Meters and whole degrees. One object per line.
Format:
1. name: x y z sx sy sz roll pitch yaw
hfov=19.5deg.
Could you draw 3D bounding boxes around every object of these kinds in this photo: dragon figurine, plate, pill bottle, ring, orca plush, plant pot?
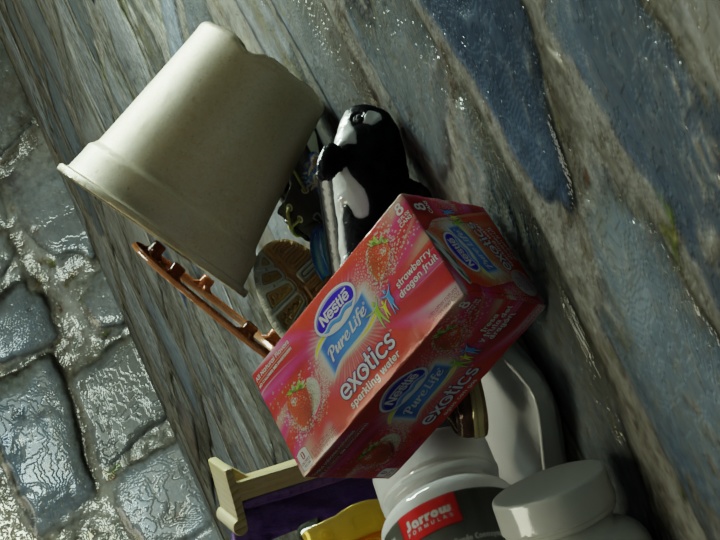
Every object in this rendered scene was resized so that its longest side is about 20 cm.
1. dragon figurine: -0.007 -0.012 1.833 0.100 0.058 0.201 -125 23 -52
2. plate: 0.113 0.113 1.611 0.200 0.032 0.201 -128 21 -52
3. pill bottle: 0.161 0.238 1.436 0.112 0.112 0.201 -173 62 -75
4. ring: -0.122 0.033 1.884 0.200 0.019 0.200 39 180 0
5. orca plush: 0.017 -0.050 1.606 0.105 0.071 0.201 55 -148 -33
6. pill bottle: 0.081 0.225 1.570 0.114 0.113 0.201 87 166 -55
7. plant pot: -0.134 -0.108 1.838 0.200 0.184 0.200 33 177 2

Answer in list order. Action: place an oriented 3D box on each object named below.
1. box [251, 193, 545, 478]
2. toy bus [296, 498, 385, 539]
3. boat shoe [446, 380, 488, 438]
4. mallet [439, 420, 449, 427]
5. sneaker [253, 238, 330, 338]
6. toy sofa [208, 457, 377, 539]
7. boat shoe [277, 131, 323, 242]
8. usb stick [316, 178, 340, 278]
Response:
1. box: 0.024 0.051 1.505 0.200 0.095 0.100 -50 54 28
2. toy bus: 0.038 0.301 1.863 0.200 0.135 0.193 57 -164 -70
3. boat shoe: 0.035 0.061 1.615 0.072 0.072 0.201 84 162 -48
4. mallet: 0.054 0.053 1.753 0.066 0.041 0.201 -137 32 -64
5. sneaker: -0.028 0.057 1.905 0.200 0.076 0.088 50 176 -5
6. toy sofa: -0.038 0.203 1.995 0.083 0.199 0.098 -169 64 -74
7. boat shoe: -0.051 -0.066 1.920 0.072 0.060 0.202 97 149 -63
8. usb stick: 0.000 0.000 1.750 0.033 0.055 0.202 -60 -35 -63
